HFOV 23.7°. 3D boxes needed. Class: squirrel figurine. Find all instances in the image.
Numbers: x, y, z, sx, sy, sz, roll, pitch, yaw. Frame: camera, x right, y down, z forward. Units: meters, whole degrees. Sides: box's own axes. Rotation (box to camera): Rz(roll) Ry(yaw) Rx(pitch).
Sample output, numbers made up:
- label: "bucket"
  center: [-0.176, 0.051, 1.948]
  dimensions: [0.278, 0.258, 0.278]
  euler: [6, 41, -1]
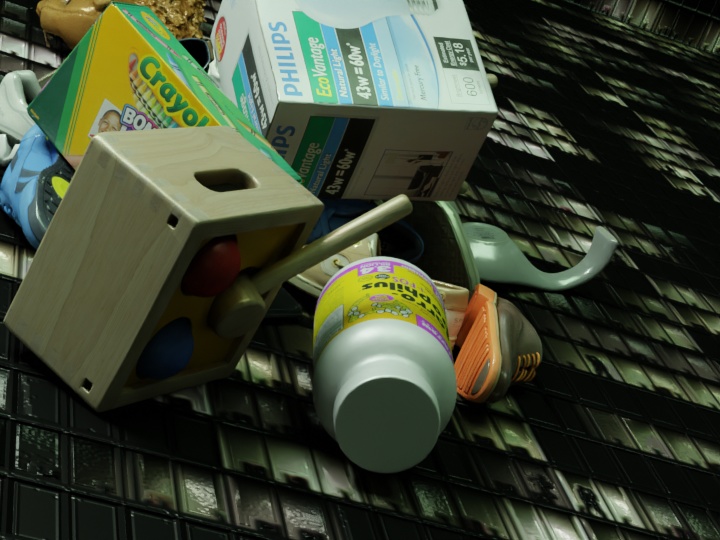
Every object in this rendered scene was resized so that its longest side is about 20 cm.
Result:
- label: "squirrel figurine"
  center: [-0.258, -0.287, 1.871]
  dimensions: [0.199, 0.142, 0.187]
  euler: [17, 26, -7]

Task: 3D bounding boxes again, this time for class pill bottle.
- label: "pill bottle"
  center: [0.017, 0.070, 1.246]
  dimensions: [0.104, 0.105, 0.200]
  euler: [19, 19, -8]

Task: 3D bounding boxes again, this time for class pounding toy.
- label: "pounding toy"
  center: [-0.102, -0.006, 1.187]
  dimensions: [0.142, 0.185, 0.200]
  euler: [39, 24, 21]

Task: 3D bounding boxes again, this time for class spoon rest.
- label: "spoon rest"
  center: [0.160, -0.011, 1.723]
  dimensions: [0.199, 0.061, 0.099]
  euler: [-1, 25, -20]

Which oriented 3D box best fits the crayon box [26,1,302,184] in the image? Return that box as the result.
- label: "crayon box"
  center: [-0.155, -0.098, 1.343]
  dimensions: [0.200, 0.119, 0.058]
  euler: [48, 20, 13]

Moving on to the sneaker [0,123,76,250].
- label: "sneaker"
  center: [-0.250, -0.052, 1.358]
  dimensions: [0.066, 0.078, 0.200]
  euler: [40, 17, -26]

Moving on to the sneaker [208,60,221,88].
- label: "sneaker"
  center: [-0.152, -0.192, 1.699]
  dimensions: [0.088, 0.076, 0.199]
  euler: [24, -27, -38]

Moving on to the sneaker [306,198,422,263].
- label: "sneaker"
  center: [-0.037, -0.045, 1.512]
  dimensions: [0.199, 0.066, 0.078]
  euler: [16, -8, -20]

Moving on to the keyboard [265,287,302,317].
- label: "keyboard"
  center: [-0.150, 0.004, 1.373]
  dimensions: [0.199, 0.021, 0.127]
  euler: [3, 32, -46]

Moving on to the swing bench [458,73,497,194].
- label: "swing bench"
  center: [-0.004, -0.168, 1.734]
  dimensions: [0.199, 0.131, 0.199]
  euler: [15, 1, -27]

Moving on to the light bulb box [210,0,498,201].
- label: "light bulb box"
  center: [-0.010, -0.173, 1.503]
  dimensions: [0.199, 0.125, 0.199]
  euler: [0, 52, -20]

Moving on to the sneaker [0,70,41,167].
- label: "sneaker"
  center: [-0.240, -0.103, 1.471]
  dimensions: [0.199, 0.081, 0.075]
  euler: [28, 18, 14]

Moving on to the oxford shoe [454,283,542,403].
- label: "oxford shoe"
  center: [0.121, 0.066, 1.430]
  dimensions: [0.073, 0.072, 0.200]
  euler: [26, 18, -4]

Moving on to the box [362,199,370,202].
- label: "box"
  center: [-0.096, -0.081, 1.587]
  dimensions: [0.199, 0.069, 0.082]
  euler: [17, 19, -16]

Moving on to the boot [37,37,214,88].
- label: "boot"
  center: [-0.225, -0.170, 1.550]
  dimensions: [0.199, 0.075, 0.097]
  euler: [-21, -2, -24]

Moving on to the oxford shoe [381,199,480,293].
- label: "oxford shoe"
  center: [0.065, -0.052, 1.592]
  dimensions: [0.058, 0.075, 0.201]
  euler: [-3, 57, -46]

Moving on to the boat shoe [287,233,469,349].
- label: "boat shoe"
  center: [0.000, 0.000, 1.453]
  dimensions: [0.199, 0.070, 0.074]
  euler: [26, 8, 1]
